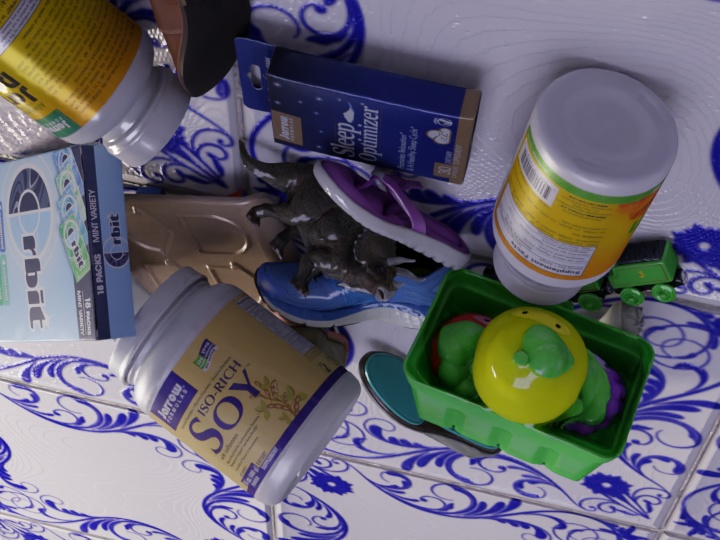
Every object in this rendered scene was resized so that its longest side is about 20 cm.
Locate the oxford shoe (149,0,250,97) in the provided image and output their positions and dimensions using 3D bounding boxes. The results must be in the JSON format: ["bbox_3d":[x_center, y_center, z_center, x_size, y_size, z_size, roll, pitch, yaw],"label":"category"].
[{"bbox_3d":[-0.132,-0.210,1.054,0.071,0.071,0.200,40,157,20],"label":"oxford shoe"}]

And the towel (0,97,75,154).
[{"bbox_3d":[-0.349,-0.153,1.247,0.199,0.035,0.133,-1,143,25],"label":"towel"}]

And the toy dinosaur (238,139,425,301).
[{"bbox_3d":[-0.034,-0.041,1.229,0.102,0.200,0.077,-35,166,4],"label":"toy dinosaur"}]

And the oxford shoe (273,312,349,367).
[{"bbox_3d":[-0.054,0.096,1.426,0.070,0.074,0.200,-5,163,11],"label":"oxford shoe"}]

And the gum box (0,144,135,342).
[{"bbox_3d":[-0.282,-0.020,1.267,0.044,0.171,0.200,-4,180,-40],"label":"gum box"}]

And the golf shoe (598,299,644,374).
[{"bbox_3d":[0.216,0.091,1.316,0.097,0.079,0.200,5,147,0],"label":"golf shoe"}]

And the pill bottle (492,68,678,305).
[{"bbox_3d":[0.167,-0.056,1.092,0.111,0.111,0.200,16,148,0],"label":"pill bottle"}]

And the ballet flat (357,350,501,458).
[{"bbox_3d":[0.068,0.153,1.500,0.200,0.068,0.064,30,152,-21],"label":"ballet flat"}]

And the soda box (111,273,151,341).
[{"bbox_3d":[-0.297,0.020,1.399,0.200,0.064,0.068,5,142,53],"label":"soda box"}]

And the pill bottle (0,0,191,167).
[{"bbox_3d":[-0.236,-0.171,1.094,0.200,0.113,0.113,36,143,-30],"label":"pill bottle"}]

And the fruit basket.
[{"bbox_3d":[0.145,0.078,1.182,0.215,0.156,0.216,18,143,14],"label":"fruit basket"}]

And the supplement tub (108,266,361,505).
[{"bbox_3d":[-0.116,0.103,1.271,0.200,0.146,0.146,36,148,6],"label":"supplement tub"}]

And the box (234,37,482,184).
[{"bbox_3d":[-0.006,-0.127,1.117,0.199,0.033,0.121,14,159,5],"label":"box"}]

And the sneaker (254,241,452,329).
[{"bbox_3d":[0.000,0.000,1.292,0.199,0.079,0.089,0,124,-1],"label":"sneaker"}]

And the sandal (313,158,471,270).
[{"bbox_3d":[0.033,-0.060,1.184,0.050,0.083,0.202,-49,141,13],"label":"sandal"}]

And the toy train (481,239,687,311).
[{"bbox_3d":[0.196,0.008,1.247,0.199,0.042,0.056,-8,131,33],"label":"toy train"}]

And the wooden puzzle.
[{"bbox_3d":[-0.156,-0.024,1.353,0.199,0.046,0.185,-1,145,18],"label":"wooden puzzle"}]
